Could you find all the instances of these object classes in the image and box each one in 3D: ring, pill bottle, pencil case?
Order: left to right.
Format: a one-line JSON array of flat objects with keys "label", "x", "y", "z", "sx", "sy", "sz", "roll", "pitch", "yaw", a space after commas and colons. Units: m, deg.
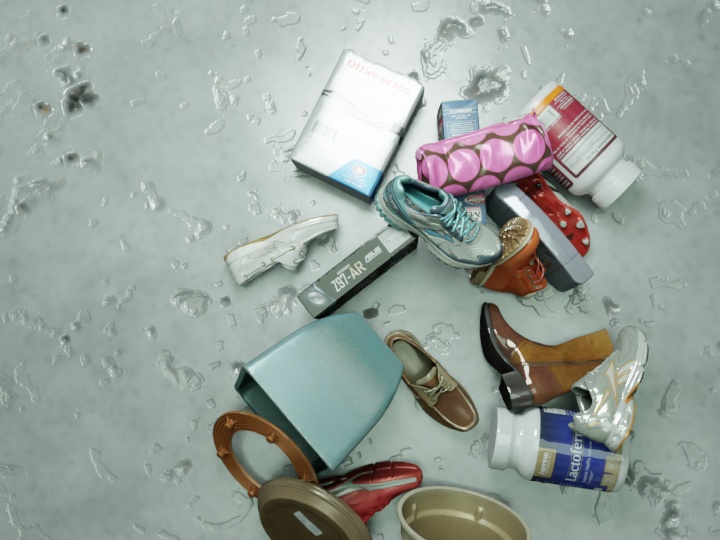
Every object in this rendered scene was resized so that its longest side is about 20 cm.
[{"label": "ring", "x": -0.150, "y": 0.299, "z": 1.346, "sx": 0.200, "sy": 0.200, "sz": 0.019, "roll": 40, "pitch": 48, "yaw": 5}, {"label": "pencil case", "x": 0.179, "y": -0.170, "z": 1.306, "sx": 0.200, "sy": 0.091, "sz": 0.094, "roll": -18, "pitch": 121, "yaw": -2}, {"label": "pill bottle", "x": 0.302, "y": 0.270, "z": 1.351, "sx": 0.200, "sy": 0.116, "sz": 0.116, "roll": 7, "pitch": 86, "yaw": 4}, {"label": "pill bottle", "x": 0.338, "y": -0.193, "z": 1.387, "sx": 0.200, "sy": 0.113, "sz": 0.113, "roll": 44, "pitch": 89, "yaw": 4}]

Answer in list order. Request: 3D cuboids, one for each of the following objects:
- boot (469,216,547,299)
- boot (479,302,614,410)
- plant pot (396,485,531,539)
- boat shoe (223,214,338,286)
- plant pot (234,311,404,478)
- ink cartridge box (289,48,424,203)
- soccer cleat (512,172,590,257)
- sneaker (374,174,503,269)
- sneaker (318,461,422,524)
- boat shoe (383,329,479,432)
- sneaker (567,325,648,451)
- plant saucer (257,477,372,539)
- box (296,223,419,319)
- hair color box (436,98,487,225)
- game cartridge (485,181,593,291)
[{"label": "boot", "x": 0.248, "y": -0.014, "z": 1.341, "sx": 0.107, "sy": 0.200, "sz": 0.075, "roll": 26, "pitch": 69, "yaw": -1}, {"label": "boot", "x": 0.300, "y": 0.115, "z": 1.382, "sx": 0.200, "sy": 0.069, "sz": 0.188, "roll": -12, "pitch": 52, "yaw": -10}, {"label": "plant pot", "x": 0.136, "y": 0.453, "z": 1.312, "sx": 0.200, "sy": 0.200, "sz": 0.184, "roll": 11, "pitch": 104, "yaw": 4}, {"label": "boat shoe", "x": -0.118, "y": -0.031, "z": 1.420, "sx": 0.200, "sy": 0.071, "sz": 0.069, "roll": -23, "pitch": 86, "yaw": 9}, {"label": "plant pot", "x": -0.050, "y": 0.174, "z": 1.341, "sx": 0.200, "sy": 0.196, "sz": 0.196, "roll": -40, "pitch": 85, "yaw": -20}, {"label": "ink cartridge box", "x": -0.004, "y": -0.231, "z": 1.420, "sx": 0.145, "sy": 0.084, "sz": 0.200, "roll": 26, "pitch": 87, "yaw": 5}, {"label": "soccer cleat", "x": 0.299, "y": -0.103, "z": 1.406, "sx": 0.069, "sy": 0.085, "sz": 0.200, "roll": -39, "pitch": 107, "yaw": 17}, {"label": "sneaker", "x": 0.118, "y": -0.070, "z": 1.253, "sx": 0.200, "sy": 0.086, "sz": 0.078, "roll": 27, "pitch": 65, "yaw": -5}, {"label": "sneaker", "x": 0.009, "y": 0.376, "z": 1.388, "sx": 0.200, "sy": 0.078, "sz": 0.116, "roll": -12, "pitch": 98, "yaw": 7}, {"label": "boat shoe", "x": 0.108, "y": 0.178, "z": 1.388, "sx": 0.200, "sy": 0.072, "sz": 0.076, "roll": 44, "pitch": 89, "yaw": 5}, {"label": "sneaker", "x": 0.365, "y": 0.162, "z": 1.305, "sx": 0.092, "sy": 0.076, "sz": 0.200, "roll": 19, "pitch": 60, "yaw": 7}, {"label": "plant saucer", "x": -0.075, "y": 0.394, "z": 1.334, "sx": 0.200, "sy": 0.200, "sz": 0.029, "roll": 34, "pitch": 45, "yaw": 5}, {"label": "box", "x": 0.000, "y": 0.000, "z": 1.363, "sx": 0.200, "sy": 0.160, "sz": 0.044, "roll": -38, "pitch": 85, "yaw": 0}, {"label": "hair color box", "x": 0.159, "y": -0.161, "z": 1.399, "sx": 0.060, "sy": 0.100, "sz": 0.200, "roll": -4, "pitch": 85, "yaw": 1}, {"label": "game cartridge", "x": 0.273, "y": -0.052, "z": 1.369, "sx": 0.042, "sy": 0.133, "sz": 0.200, "roll": -41, "pitch": 84, "yaw": -2}]
